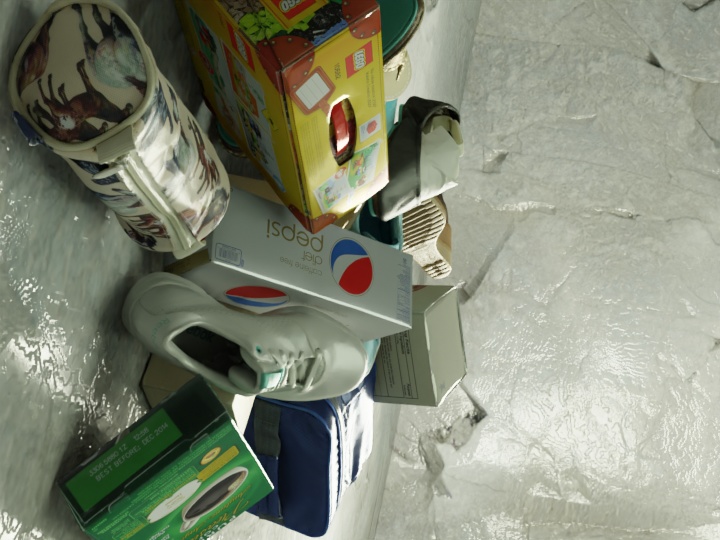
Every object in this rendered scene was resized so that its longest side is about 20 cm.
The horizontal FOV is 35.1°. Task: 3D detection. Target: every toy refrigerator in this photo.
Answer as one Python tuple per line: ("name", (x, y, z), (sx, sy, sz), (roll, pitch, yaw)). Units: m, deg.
("toy refrigerator", (-0.106, 0.027, 0.931), (0.070, 0.075, 0.202), (87, 16, -59))

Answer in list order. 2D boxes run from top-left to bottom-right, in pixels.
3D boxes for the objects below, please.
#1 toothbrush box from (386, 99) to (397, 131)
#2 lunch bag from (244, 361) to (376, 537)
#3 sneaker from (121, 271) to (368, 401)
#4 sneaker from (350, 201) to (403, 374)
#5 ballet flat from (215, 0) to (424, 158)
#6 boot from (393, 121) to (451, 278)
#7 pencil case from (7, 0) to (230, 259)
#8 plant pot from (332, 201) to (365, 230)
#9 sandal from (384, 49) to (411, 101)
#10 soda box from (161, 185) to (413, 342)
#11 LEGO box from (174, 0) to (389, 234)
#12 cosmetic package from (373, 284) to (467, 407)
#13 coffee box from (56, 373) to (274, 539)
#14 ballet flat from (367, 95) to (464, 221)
("toothbrush box", (-0.012, -0.160, 1.274), (0.147, 0.084, 0.203), (-54, 153, -71))
("lunch bag", (-0.070, 0.163, 1.117), (0.133, 0.134, 0.202), (-53, 152, -47))
("sneaker", (-0.070, 0.064, 0.809), (0.088, 0.198, 0.076), (37, -73, 56))
("sneaker", (0.000, 0.000, 1.033), (0.082, 0.073, 0.204), (170, -77, -68))
("ballet flat", (-0.031, -0.160, 0.925), (0.071, 0.198, 0.065), (59, 9, 14))
("boot", (0.052, -0.099, 1.277), (0.200, 0.071, 0.169), (59, 17, -60))
("pencil case", (-0.129, -0.069, 0.645), (0.200, 0.077, 0.091), (70, 8, -74))
("plant pot", (-0.035, -0.077, 1.050), (0.200, 0.027, 0.202), (-45, -150, 35))
("sandal", (0.012, -0.228, 1.107), (0.078, 0.069, 0.212), (-56, 137, -11))
("soda box", (-0.051, -0.001, 0.874), (0.198, 0.068, 0.065), (20, 63, -38))
("LEGO box", (-0.055, -0.142, 0.778), (0.077, 0.149, 0.201), (-34, 157, -13))
("cosmetic package", (0.001, 0.072, 1.171), (0.087, 0.197, 0.105), (-34, 121, -56))
("coffee box", (-0.133, 0.155, 0.823), (0.122, 0.044, 0.201), (-37, 159, -10))
("ballet flat", (0.054, -0.105, 0.988), (0.201, 0.067, 0.069), (-71, 160, -58))
